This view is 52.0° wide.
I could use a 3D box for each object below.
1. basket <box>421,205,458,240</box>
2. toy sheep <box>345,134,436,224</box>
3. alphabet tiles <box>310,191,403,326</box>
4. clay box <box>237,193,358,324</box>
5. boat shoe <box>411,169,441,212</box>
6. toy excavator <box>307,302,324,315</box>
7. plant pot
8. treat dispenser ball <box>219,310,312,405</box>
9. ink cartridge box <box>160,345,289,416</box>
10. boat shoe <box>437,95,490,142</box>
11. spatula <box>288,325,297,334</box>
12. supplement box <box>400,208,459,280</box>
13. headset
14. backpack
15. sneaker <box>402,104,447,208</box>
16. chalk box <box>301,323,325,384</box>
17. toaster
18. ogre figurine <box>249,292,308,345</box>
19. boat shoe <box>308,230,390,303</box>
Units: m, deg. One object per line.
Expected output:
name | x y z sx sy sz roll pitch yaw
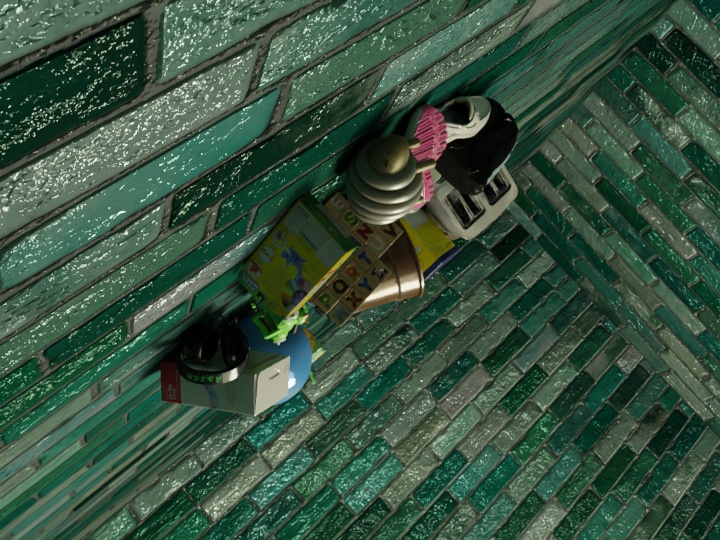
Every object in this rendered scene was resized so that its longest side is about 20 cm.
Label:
basket | 0.166 -0.146 1.812 0.136 0.181 0.200 -5 -171 37
toy sheep | 0.040 -0.139 1.179 0.138 0.138 0.200 -38 156 -30
alphabet tiles | -0.026 -0.032 1.279 0.200 0.167 0.008 -47 -173 -9
clay box | -0.107 -0.014 1.197 0.200 0.115 0.048 -45 173 33
boat shoe | 0.110 -0.192 1.527 0.071 0.070 0.201 -1 -138 35
toy excavator | -0.058 -0.001 1.749 0.194 0.100 0.200 -40 -173 3
plant pot | 0.000 0.000 1.532 0.198 0.201 0.200 -23 169 -12
treat dispenser ball | -0.202 0.184 1.558 0.201 0.201 0.201 -41 173 -6
ink cartridge box | -0.253 0.202 1.393 0.148 0.199 0.086 -20 116 -69
boat shoe | 0.186 -0.283 1.346 0.200 0.071 0.069 -34 171 -40
spatula | -0.106 0.026 1.369 0.021 0.056 0.201 -1 110 -41
supplement box | 0.106 -0.073 1.679 0.110 0.200 0.109 -46 172 34
headset | -0.255 0.145 1.330 0.200 0.123 0.094 -78 172 -59
backpack | 0.226 -0.257 1.471 0.200 0.163 0.154 -47 -176 -20
sneaker | 0.086 -0.203 1.280 0.081 0.088 0.200 -19 140 -31
chalk box | -0.167 0.191 1.801 0.124 0.200 0.124 -41 174 -5
toaster | 0.233 -0.183 1.658 0.181 0.200 0.119 -41 -150 -7
ogre figurine | -0.156 0.059 1.336 0.098 0.120 0.200 -8 155 -42
boat shoe | -0.028 -0.017 1.326 0.200 0.070 0.070 -35 151 -9
